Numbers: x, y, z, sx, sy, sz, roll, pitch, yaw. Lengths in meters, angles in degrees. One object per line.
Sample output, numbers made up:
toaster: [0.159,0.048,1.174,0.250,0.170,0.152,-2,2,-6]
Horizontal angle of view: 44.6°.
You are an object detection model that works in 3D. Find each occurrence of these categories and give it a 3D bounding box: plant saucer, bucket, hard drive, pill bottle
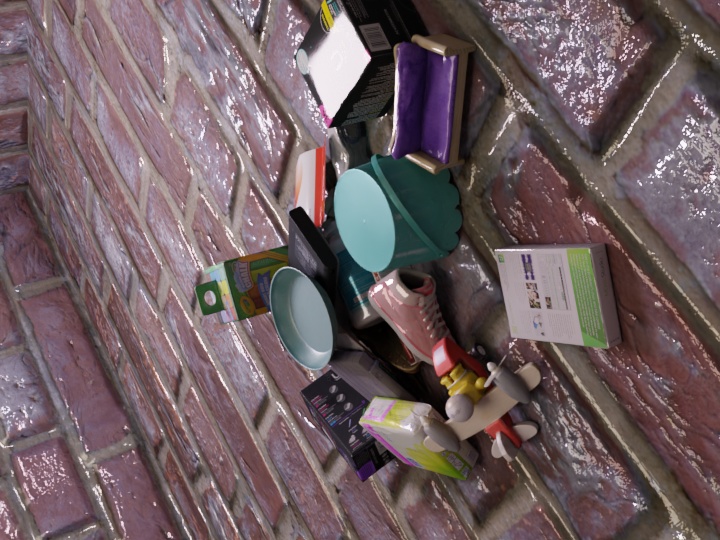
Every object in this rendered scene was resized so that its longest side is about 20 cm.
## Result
plant saucer: [-0.099,0.086,1.632,0.199,0.036,0.202,29,128,44]
bucket: [0.058,-0.100,1.478,0.207,0.134,0.209,33,132,45]
hard drive: [-0.091,-0.009,1.651,0.140,0.033,0.201,54,159,24]
pill bottle: [0.000,0.000,1.646,0.111,0.110,0.201,-39,72,57]

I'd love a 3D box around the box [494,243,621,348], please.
box: [0.284,0.034,1.281,0.199,0.036,0.146,3,108,59]

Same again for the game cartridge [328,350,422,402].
game cartridge: [0.031,0.217,1.670,0.200,0.039,0.129,43,150,-27]

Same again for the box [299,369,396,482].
box: [-0.020,0.313,1.814,0.200,0.106,0.123,45,162,37]

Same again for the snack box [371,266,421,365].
snack box: [0.083,0.064,1.582,0.024,0.071,0.201,-36,75,56]

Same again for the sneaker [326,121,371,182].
sneaker: [-0.017,-0.195,1.628,0.087,0.074,0.202,172,90,-67]

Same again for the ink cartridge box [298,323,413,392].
ink cartridge box: [-0.004,0.163,1.697,0.200,0.044,0.173,43,153,-25]

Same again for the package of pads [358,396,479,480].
package of pads: [0.103,0.303,1.616,0.155,0.068,0.199,45,156,-22]

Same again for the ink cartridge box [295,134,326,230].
ink cartridge box: [-0.098,-0.151,1.679,0.200,0.050,0.164,117,154,-76]

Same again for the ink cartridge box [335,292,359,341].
ink cartridge box: [-0.086,0.055,1.839,0.200,0.084,0.146,34,133,48]

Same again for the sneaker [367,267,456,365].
sneaker: [0.111,0.077,1.506,0.200,0.075,0.105,44,133,-1]

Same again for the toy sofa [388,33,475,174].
toy sofa: [0.109,-0.256,1.354,0.083,0.097,0.202,36,133,45]

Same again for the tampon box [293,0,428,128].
tampon box: [-0.001,-0.359,1.447,0.151,0.125,0.200,64,149,14]

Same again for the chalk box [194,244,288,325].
chalk box: [-0.235,0.035,1.794,0.124,0.199,0.126,-15,92,61]

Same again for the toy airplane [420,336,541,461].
toy airplane: [0.190,0.224,1.424,0.198,0.141,0.202,13,104,34]

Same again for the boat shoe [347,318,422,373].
boat shoe: [0.056,0.140,1.682,0.200,0.072,0.068,34,163,45]

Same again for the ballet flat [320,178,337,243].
ballet flat: [-0.048,-0.104,1.713,0.074,0.074,0.201,43,139,39]
